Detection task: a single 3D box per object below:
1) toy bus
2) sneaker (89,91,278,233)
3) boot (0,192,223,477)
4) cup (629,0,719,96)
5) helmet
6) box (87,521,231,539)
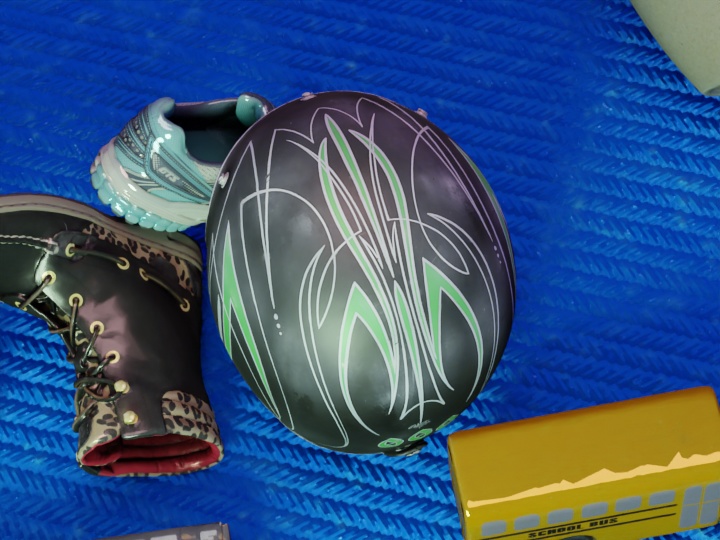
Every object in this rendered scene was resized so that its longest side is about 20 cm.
[{"bbox_3d":[0.154,0.117,1.689,0.199,0.078,0.065,-10,59,-3],"label":"toy bus"},{"bbox_3d":[-0.061,-0.064,1.770,0.199,0.086,0.078,1,52,-37],"label":"sneaker"},{"bbox_3d":[-0.167,0.040,1.718,0.199,0.073,0.151,13,54,-42],"label":"boot"},{"bbox_3d":[0.251,-0.190,1.821,0.199,0.200,0.144,-9,85,-2],"label":"cup"},{"bbox_3d":[0.000,0.000,1.698,0.199,0.191,0.201,1,60,-1],"label":"helmet"},{"bbox_3d":[-0.164,0.230,1.642,0.199,0.049,0.162,-7,44,-1],"label":"box"}]
